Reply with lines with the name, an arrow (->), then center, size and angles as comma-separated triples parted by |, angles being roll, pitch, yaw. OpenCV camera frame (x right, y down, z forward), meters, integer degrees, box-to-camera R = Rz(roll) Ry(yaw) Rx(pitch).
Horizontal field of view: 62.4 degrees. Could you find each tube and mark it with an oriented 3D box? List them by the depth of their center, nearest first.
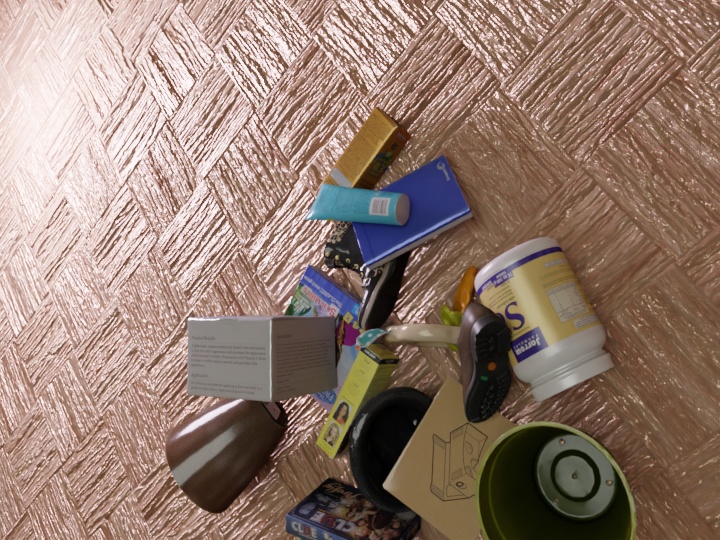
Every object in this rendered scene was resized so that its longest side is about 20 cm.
tube -> -0.008, -0.114, 1.034 | 0.195, 0.051, 0.079 | 10, 61, 34

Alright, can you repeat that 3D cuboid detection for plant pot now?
plant pot -> 0.279, 0.301, 0.817 | 0.194, 0.191, 0.208 | -3, 84, 29
plant pot -> -0.241, 0.323, 1.147 | 0.199, 0.187, 0.189 | -39, 67, 7

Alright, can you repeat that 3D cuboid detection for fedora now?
fedora -> 0.057, 0.290, 0.995 | 0.091, 0.194, 0.208 | -168, 89, -73

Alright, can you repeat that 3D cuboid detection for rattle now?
rattle -> 0.088, 0.065, 0.982 | 0.193, 0.130, 0.149 | 3, 95, 21

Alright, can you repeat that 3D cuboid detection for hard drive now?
hard drive -> 0.081, -0.101, 1.024 | 0.196, 0.025, 0.135 | -27, 55, 12

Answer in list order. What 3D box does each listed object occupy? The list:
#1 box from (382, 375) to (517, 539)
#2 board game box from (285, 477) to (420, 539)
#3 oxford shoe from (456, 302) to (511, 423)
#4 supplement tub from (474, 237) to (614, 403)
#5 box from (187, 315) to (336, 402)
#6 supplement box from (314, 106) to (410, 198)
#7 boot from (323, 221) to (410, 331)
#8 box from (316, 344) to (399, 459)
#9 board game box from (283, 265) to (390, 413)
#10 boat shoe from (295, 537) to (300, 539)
box -> 0.152, 0.299, 0.931 | 0.161, 0.021, 0.203 | 33, 83, 10
board game box -> -0.012, 0.427, 1.009 | 0.194, 0.134, 0.036 | 7, 104, 30
oxford shoe -> 0.180, 0.138, 0.886 | 0.085, 0.070, 0.206 | -122, 27, -57
supplement tub -> 0.268, 0.072, 0.873 | 0.143, 0.144, 0.205 | -31, 70, 24
box -> -0.171, 0.148, 1.048 | 0.193, 0.198, 0.136 | -3, 86, 31
supplement box -> 0.003, -0.195, 1.102 | 0.069, 0.066, 0.202 | 44, 107, 26
boot -> 0.000, 0.000, 1.069 | 0.147, 0.073, 0.206 | 13, 78, 32
box -> -0.004, 0.233, 1.062 | 0.049, 0.074, 0.205 | 30, 101, 31
board game box -> -0.067, 0.130, 1.126 | 0.198, 0.041, 0.204 | 33, 102, 29
boat shoe -> -0.060, 0.560, 1.069 | 0.063, 0.072, 0.205 | -25, 70, 13
